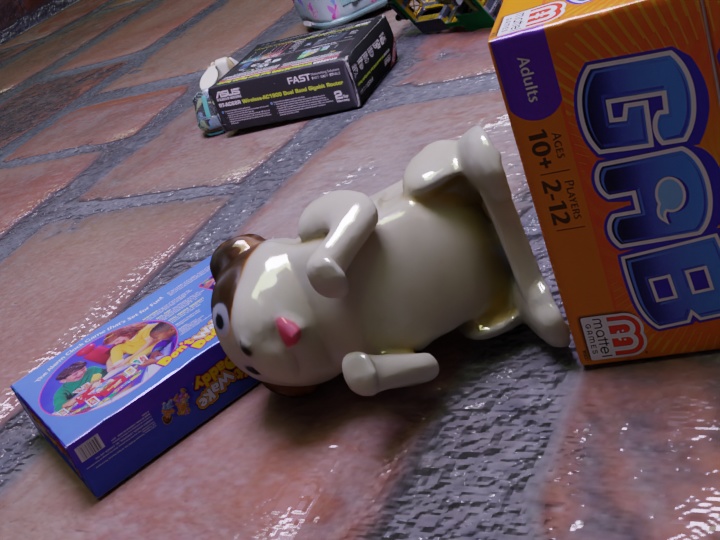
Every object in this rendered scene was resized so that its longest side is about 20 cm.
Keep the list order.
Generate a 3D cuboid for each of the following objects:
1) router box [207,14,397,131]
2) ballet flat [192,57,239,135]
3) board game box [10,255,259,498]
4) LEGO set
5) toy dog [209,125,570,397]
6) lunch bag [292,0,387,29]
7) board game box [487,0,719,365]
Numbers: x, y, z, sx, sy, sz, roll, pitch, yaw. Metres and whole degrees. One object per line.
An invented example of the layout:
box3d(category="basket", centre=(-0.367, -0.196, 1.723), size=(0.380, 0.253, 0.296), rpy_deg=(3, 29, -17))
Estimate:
box3d(category="router box", centre=(-0.068, -0.245, 1.191), size=(0.198, 0.063, 0.150), rpy_deg=(-6, 30, 27))
box3d(category="ballet flat", centre=(-0.180, -0.249, 1.288), size=(0.074, 0.075, 0.201), rpy_deg=(-17, 27, 11))
box3d(category="board game box", centre=(-0.138, 0.062, 0.695), size=(0.199, 0.045, 0.134), rpy_deg=(-35, 29, -23))
box3d(category="LEGO set", centre=(0.116, -0.385, 1.209), size=(0.199, 0.153, 0.117), rpy_deg=(4, 62, 61))
box3d(category="toy dog", centre=(0.000, 0.000, 0.603), size=(0.198, 0.140, 0.194), rpy_deg=(-24, 24, 2))
box3d(category="lunch bag", centre=(-0.006, -0.442, 1.501), size=(0.199, 0.078, 0.160), rpy_deg=(-30, 28, -13))
box3d(category="board game box", centre=(0.205, -0.097, 0.545), size=(0.198, 0.201, 0.201), rpy_deg=(-10, 29, 23))
